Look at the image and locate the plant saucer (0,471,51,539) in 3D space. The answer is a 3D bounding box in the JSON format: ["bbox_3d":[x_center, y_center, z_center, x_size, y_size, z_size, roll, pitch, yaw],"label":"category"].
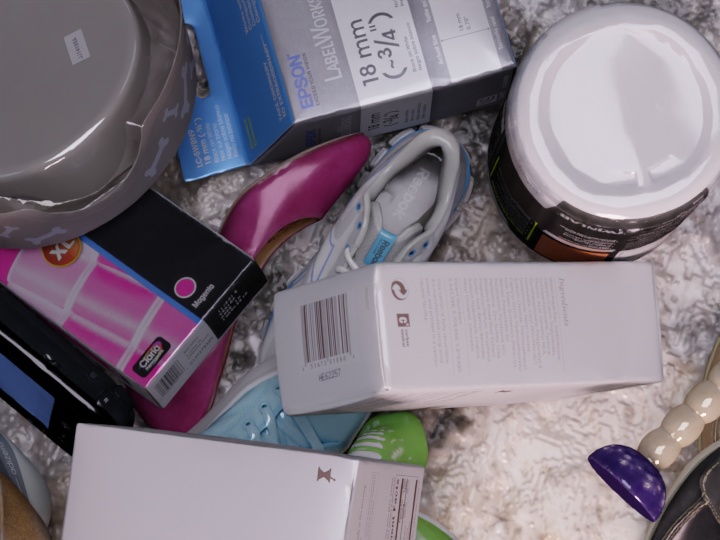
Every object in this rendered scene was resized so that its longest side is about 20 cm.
[{"bbox_3d":[-0.187,0.202,1.331,0.035,0.200,0.201,9,82,-15],"label":"plant saucer"}]

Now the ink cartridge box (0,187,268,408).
[{"bbox_3d":[-0.155,-0.014,1.462,0.200,0.037,0.095,33,77,29],"label":"ink cartridge box"}]

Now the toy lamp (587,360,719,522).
[{"bbox_3d":[0.213,0.051,1.427,0.058,0.058,0.200,43,84,4],"label":"toy lamp"}]

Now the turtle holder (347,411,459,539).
[{"bbox_3d":[0.001,0.185,1.425,0.141,0.132,0.186,-29,75,14],"label":"turtle holder"}]

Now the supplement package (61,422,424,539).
[{"bbox_3d":[-0.067,0.186,1.320,0.155,0.111,0.201,6,85,19],"label":"supplement package"}]

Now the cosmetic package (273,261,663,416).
[{"bbox_3d":[0.061,0.037,1.421,0.199,0.102,0.074,1,80,-36],"label":"cosmetic package"}]

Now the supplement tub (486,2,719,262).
[{"bbox_3d":[0.133,-0.068,1.432,0.122,0.200,0.123,0,82,-2],"label":"supplement tub"}]

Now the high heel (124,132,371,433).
[{"bbox_3d":[-0.055,0.011,1.485,0.200,0.067,0.096,-39,80,7],"label":"high heel"}]

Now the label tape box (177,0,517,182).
[{"bbox_3d":[-0.024,-0.148,1.503,0.199,0.063,0.145,-15,77,-4],"label":"label tape box"}]

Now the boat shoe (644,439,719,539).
[{"bbox_3d":[0.220,0.126,1.441,0.072,0.068,0.200,41,115,-1],"label":"boat shoe"}]

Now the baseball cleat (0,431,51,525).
[{"bbox_3d":[-0.255,0.081,1.449,0.200,0.106,0.070,38,97,6],"label":"baseball cleat"}]

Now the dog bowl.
[{"bbox_3d":[-0.182,-0.101,1.461,0.199,0.059,0.201,-10,58,16],"label":"dog bowl"}]

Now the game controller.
[{"bbox_3d":[-0.209,0.040,1.458,0.200,0.104,0.042,40,60,4],"label":"game controller"}]

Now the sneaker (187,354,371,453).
[{"bbox_3d":[-0.069,0.117,1.435,0.200,0.082,0.074,-37,111,4],"label":"sneaker"}]

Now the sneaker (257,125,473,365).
[{"bbox_3d":[0.000,0.000,1.478,0.075,0.087,0.201,27,84,0],"label":"sneaker"}]

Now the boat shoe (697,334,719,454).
[{"bbox_3d":[0.249,0.034,1.488,0.072,0.065,0.201,25,84,2],"label":"boat shoe"}]
